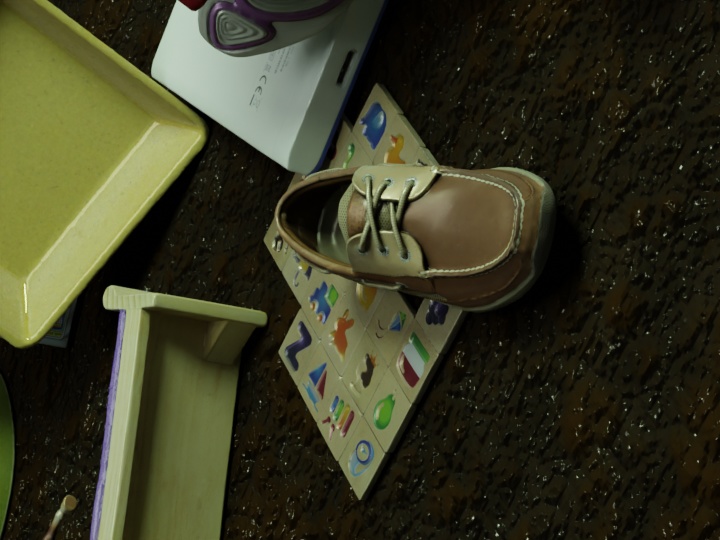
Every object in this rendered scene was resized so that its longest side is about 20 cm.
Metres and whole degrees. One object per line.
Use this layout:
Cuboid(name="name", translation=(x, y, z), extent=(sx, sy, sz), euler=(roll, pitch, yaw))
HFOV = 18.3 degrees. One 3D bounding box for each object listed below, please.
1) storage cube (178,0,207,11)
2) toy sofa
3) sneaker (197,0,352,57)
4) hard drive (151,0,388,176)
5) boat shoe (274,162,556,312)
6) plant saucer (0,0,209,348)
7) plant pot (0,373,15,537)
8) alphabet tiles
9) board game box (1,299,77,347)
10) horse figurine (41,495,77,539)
Cuboid(name="storage cube", translation=(-0.088, -0.282, 1.166), extent=(0.171, 0.179, 0.201), euler=(-35, 31, 36))
Cuboid(name="toy sofa", translation=(-0.123, 0.114, 1.336), extent=(0.097, 0.082, 0.201), euler=(-2, 79, 56))
Cuboid(name="sneaker", translation=(-0.020, -0.205, 1.260), extent=(0.200, 0.075, 0.100), euler=(-52, 17, 6))
Cuboid(name="hard drive", translation=(-0.056, -0.148, 1.348), extent=(0.200, 0.025, 0.133), euler=(36, 106, 55))
Cuboid(name="boat shoe", translation=(0.023, -0.020, 1.139), extent=(0.200, 0.071, 0.076), euler=(-4, 78, 57))
Cuboid(name="plant saucer", translation=(-0.232, -0.082, 1.438), extent=(0.200, 0.200, 0.048), euler=(-48, 19, 14))
Cuboid(name="plant pot", translation=(-0.380, 0.142, 1.624), extent=(0.187, 0.199, 0.188), euler=(-22, 64, 53))
Cuboid(name="alphabet tiles", translation=(0.000, 0.000, 1.245), extent=(0.168, 0.008, 0.200), euler=(-63, 35, 25))
Cuboid(name="board game box", translation=(-0.272, -0.063, 1.510), extent=(0.043, 0.199, 0.200), euler=(29, 105, 61))
Cuboid(name="horse figurine", translation=(-0.189, 0.245, 1.433), extent=(0.133, 0.050, 0.201), euler=(-55, 39, 33))
